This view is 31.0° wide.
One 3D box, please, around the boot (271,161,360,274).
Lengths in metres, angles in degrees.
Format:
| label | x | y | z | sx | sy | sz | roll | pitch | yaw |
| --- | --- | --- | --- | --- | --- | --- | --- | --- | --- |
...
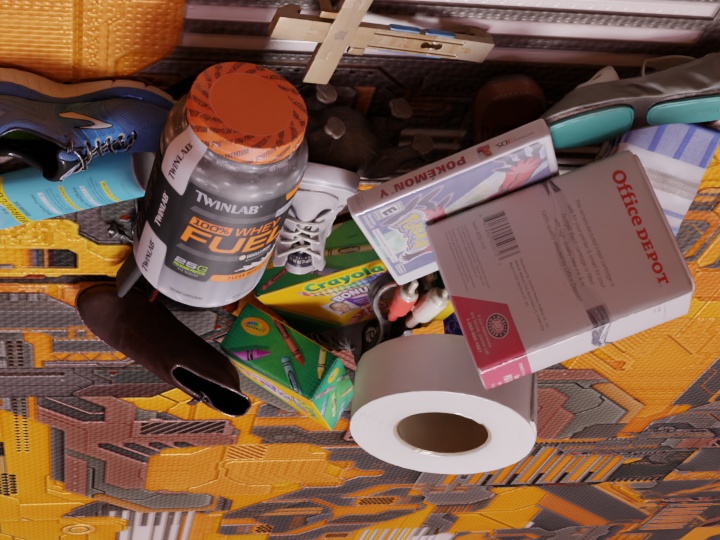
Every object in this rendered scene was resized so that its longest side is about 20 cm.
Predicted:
| label | x | y | z | sx | sy | sz | roll | pitch | yaw |
| --- | --- | --- | --- | --- | --- | --- | --- | --- | --- |
| boot | -0.045 | -0.043 | 1.202 | 0.073 | 0.096 | 0.200 | 11 | 175 | 0 |

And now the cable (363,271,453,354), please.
| label | x | y | z | sx | sy | sz | roll | pitch | yaw |
| --- | --- | --- | --- | --- | --- | --- | --- | --- | --- |
| cable | 0.036 | 0.064 | 1.361 | 0.097 | 0.050 | 0.200 | 4 | 138 | -26 |

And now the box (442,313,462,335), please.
| label | x | y | z | sx | sy | sz | roll | pitch | yaw |
| --- | --- | --- | --- | --- | --- | --- | --- | --- | --- |
| box | 0.187 | 0.029 | 1.413 | 0.200 | 0.141 | 0.079 | -29 | 145 | 35 |

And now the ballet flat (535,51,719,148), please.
| label | x | y | z | sx | sy | sz | roll | pitch | yaw |
| --- | --- | --- | --- | --- | --- | --- | --- | --- | --- |
| ballet flat | 0.243 | -0.155 | 1.158 | 0.199 | 0.064 | 0.067 | -10 | 154 | -2 |

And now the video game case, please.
| label | x | y | z | sx | sy | sz | roll | pitch | yaw |
| --- | --- | --- | --- | --- | --- | --- | --- | --- | --- |
| video game case | 0.095 | -0.056 | 1.186 | 0.182 | 0.023 | 0.200 | -22 | 158 | 6 |

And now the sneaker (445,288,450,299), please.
| label | x | y | z | sx | sy | sz | roll | pitch | yaw |
| --- | --- | --- | --- | --- | --- | --- | --- | --- | --- |
| sneaker | 0.149 | 0.004 | 1.313 | 0.076 | 0.200 | 0.088 | -10 | 116 | 38 |

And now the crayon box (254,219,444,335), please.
| label | x | y | z | sx | sy | sz | roll | pitch | yaw |
| --- | --- | --- | --- | --- | --- | --- | --- | --- | --- |
| crayon box | 0.000 | 0.000 | 1.391 | 0.200 | 0.058 | 0.119 | -17 | 150 | 19 |

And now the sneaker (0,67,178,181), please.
| label | x | y | z | sx | sy | sz | roll | pitch | yaw |
| --- | --- | --- | --- | --- | --- | --- | --- | --- | --- |
| sneaker | -0.239 | -0.112 | 1.113 | 0.199 | 0.089 | 0.079 | 2 | 151 | -19 |

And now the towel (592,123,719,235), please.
| label | x | y | z | sx | sy | sz | roll | pitch | yaw |
| --- | --- | --- | --- | --- | --- | --- | --- | --- | --- |
| towel | 0.266 | -0.060 | 1.267 | 0.147 | 0.024 | 0.200 | 12 | 109 | -34 |

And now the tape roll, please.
| label | x | y | z | sx | sy | sz | roll | pitch | yaw |
| --- | --- | --- | --- | --- | --- | --- | --- | --- | --- |
| tape roll | 0.090 | 0.146 | 1.396 | 0.202 | 0.071 | 0.203 | 5 | 147 | 3 |

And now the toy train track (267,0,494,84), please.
| label | x | y | z | sx | sy | sz | roll | pitch | yaw |
| --- | --- | --- | --- | --- | --- | --- | --- | --- | --- |
| toy train track | 0.018 | -0.200 | 1.070 | 0.200 | 0.033 | 0.115 | 2 | 144 | -28 |

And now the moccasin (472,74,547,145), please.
| label | x | y | z | sx | sy | sz | roll | pitch | yaw |
| --- | --- | --- | --- | --- | --- | --- | --- | --- | --- |
| moccasin | 0.135 | -0.109 | 1.209 | 0.073 | 0.078 | 0.201 | -1 | 152 | -5 |

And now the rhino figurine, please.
| label | x | y | z | sx | sy | sz | roll | pitch | yaw |
| --- | --- | --- | --- | --- | --- | --- | --- | --- | --- |
| rhino figurine | -0.041 | -0.126 | 1.160 | 0.200 | 0.060 | 0.087 | 11 | 158 | -23 |

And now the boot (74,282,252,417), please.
| label | x | y | z | sx | sy | sz | roll | pitch | yaw |
| --- | --- | --- | --- | --- | --- | --- | --- | --- | --- |
| boot | -0.210 | 0.081 | 1.388 | 0.200 | 0.072 | 0.166 | 33 | 177 | -17 |

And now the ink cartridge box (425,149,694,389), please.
| label | x | y | z | sx | sy | sz | roll | pitch | yaw |
| --- | --- | --- | --- | --- | --- | --- | --- | --- | --- |
| ink cartridge box | 0.177 | 0.001 | 1.163 | 0.200 | 0.147 | 0.083 | -21 | 160 | 4 |

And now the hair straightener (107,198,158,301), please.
| label | x | y | z | sx | sy | sz | roll | pitch | yaw |
| --- | --- | --- | --- | --- | --- | --- | --- | --- | --- |
| hair straightener | -0.217 | -0.030 | 1.323 | 0.077 | 0.041 | 0.200 | 8 | 149 | -25 |

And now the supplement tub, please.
| label | x | y | z | sx | sy | sz | roll | pitch | yaw |
| --- | --- | --- | --- | --- | --- | --- | --- | --- | --- |
| supplement tub | -0.117 | -0.071 | 1.096 | 0.122 | 0.123 | 0.200 | 4 | 142 | -19 |

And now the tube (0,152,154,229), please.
| label | x | y | z | sx | sy | sz | roll | pitch | yaw |
| --- | --- | --- | --- | --- | --- | --- | --- | --- | --- |
| tube | -0.289 | -0.077 | 1.223 | 0.200 | 0.050 | 0.077 | -11 | 139 | 19 |

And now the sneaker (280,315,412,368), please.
| label | x | y | z | sx | sy | sz | roll | pitch | yaw |
| --- | --- | --- | --- | --- | --- | --- | --- | --- | --- |
| sneaker | -0.018 | 0.083 | 1.498 | 0.200 | 0.116 | 0.075 | -29 | 145 | 36 |

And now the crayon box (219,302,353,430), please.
| label | x | y | z | sx | sy | sz | roll | pitch | yaw |
| --- | --- | --- | --- | --- | --- | --- | --- | --- | --- |
| crayon box | -0.077 | 0.111 | 1.450 | 0.119 | 0.058 | 0.200 | 30 | 169 | 13 |
